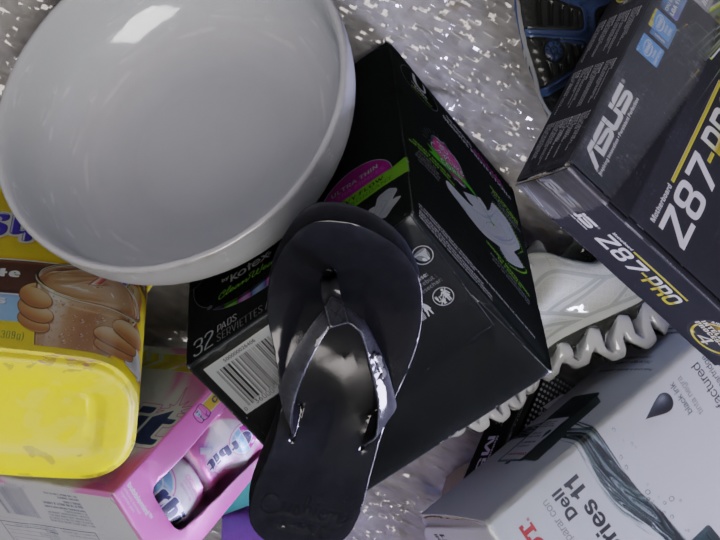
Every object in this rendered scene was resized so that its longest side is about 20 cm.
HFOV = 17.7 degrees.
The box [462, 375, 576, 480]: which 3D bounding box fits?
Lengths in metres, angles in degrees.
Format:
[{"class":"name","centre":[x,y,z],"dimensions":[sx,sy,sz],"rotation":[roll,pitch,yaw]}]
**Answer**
[{"class":"box","centre":[0.140,0.187,1.387],"dimensions":[0.200,0.048,0.193],"rotation":[31,75,-18]}]

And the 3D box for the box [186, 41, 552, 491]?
[{"class":"box","centre":[0.000,0.000,1.245],"dimensions":[0.149,0.200,0.124],"rotation":[-34,116,16]}]

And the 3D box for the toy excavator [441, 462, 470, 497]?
[{"class":"toy excavator","centre":[0.105,0.238,1.458],"dimensions":[0.200,0.100,0.195],"rotation":[29,114,-8]}]

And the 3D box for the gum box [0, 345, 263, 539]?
[{"class":"gum box","centre":[-0.146,0.101,1.288],"dimensions":[0.200,0.114,0.066],"rotation":[2,131,43]}]

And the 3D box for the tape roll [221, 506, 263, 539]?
[{"class":"tape roll","centre":[-0.042,0.235,1.379],"dimensions":[0.066,0.200,0.200],"rotation":[-5,120,0]}]

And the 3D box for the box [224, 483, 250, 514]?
[{"class":"box","centre":[-0.077,0.099,1.367],"dimensions":[0.200,0.082,0.049],"rotation":[-21,118,9]}]

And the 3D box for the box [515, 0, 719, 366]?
[{"class":"box","centre":[0.185,-0.076,1.223],"dimensions":[0.161,0.200,0.049],"rotation":[40,150,-20]}]

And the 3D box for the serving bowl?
[{"class":"serving bowl","centre":[-0.090,-0.076,1.219],"dimensions":[0.200,0.200,0.066],"rotation":[-23,149,10]}]

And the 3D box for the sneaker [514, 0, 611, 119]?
[{"class":"sneaker","centre":[0.129,-0.088,1.272],"dimensions":[0.076,0.077,0.200],"rotation":[-26,100,-15]}]

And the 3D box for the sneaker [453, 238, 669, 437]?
[{"class":"sneaker","centre":[0.083,0.032,1.315],"dimensions":[0.200,0.075,0.081],"rotation":[-26,114,-27]}]

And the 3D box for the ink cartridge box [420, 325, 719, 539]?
[{"class":"ink cartridge box","centre":[0.156,0.141,1.328],"dimensions":[0.200,0.083,0.147],"rotation":[-38,102,-22]}]

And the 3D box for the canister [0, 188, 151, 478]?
[{"class":"canister","centre":[-0.184,0.022,1.248],"dimensions":[0.148,0.200,0.087],"rotation":[5,121,-6]}]

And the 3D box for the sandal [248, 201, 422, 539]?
[{"class":"sandal","centre":[-0.012,0.059,1.137],"dimensions":[0.076,0.043,0.200],"rotation":[4,120,-5]}]
